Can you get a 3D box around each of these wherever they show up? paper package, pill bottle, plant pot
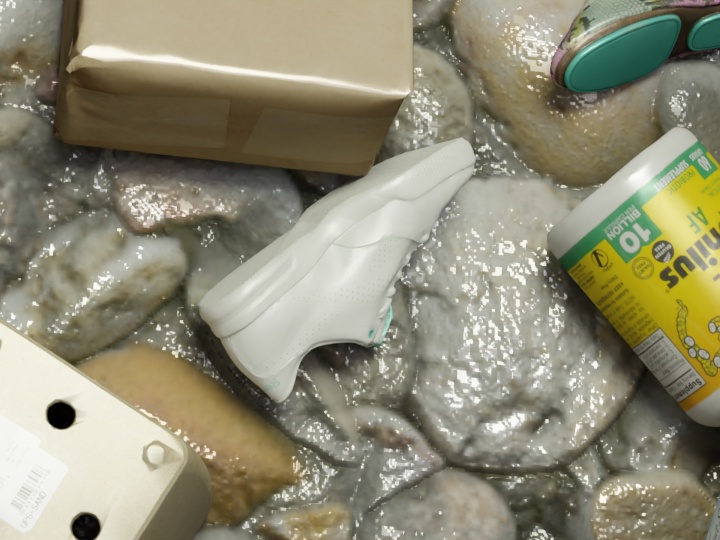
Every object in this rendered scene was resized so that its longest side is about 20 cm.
[{"bbox_3d":[-0.075,-0.166,1.476,0.200,0.104,0.191,6,63,-12],"label":"paper package"},{"bbox_3d":[0.215,0.022,1.504,0.113,0.113,0.200,-38,86,-22],"label":"pill bottle"},{"bbox_3d":[-0.193,0.132,1.323,0.200,0.177,0.200,34,68,-4],"label":"plant pot"}]

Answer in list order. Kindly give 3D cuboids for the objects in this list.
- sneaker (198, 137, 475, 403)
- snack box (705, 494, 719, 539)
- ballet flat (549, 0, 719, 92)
[{"bbox_3d":[0.000,0.000,1.484,0.200,0.075,0.089,-38,102,-21],"label":"sneaker"},{"bbox_3d":[0.310,0.154,1.460,0.200,0.169,0.068,4,32,-14],"label":"snack box"},{"bbox_3d":[0.194,-0.166,1.588,0.200,0.069,0.071,-17,60,-24],"label":"ballet flat"}]
